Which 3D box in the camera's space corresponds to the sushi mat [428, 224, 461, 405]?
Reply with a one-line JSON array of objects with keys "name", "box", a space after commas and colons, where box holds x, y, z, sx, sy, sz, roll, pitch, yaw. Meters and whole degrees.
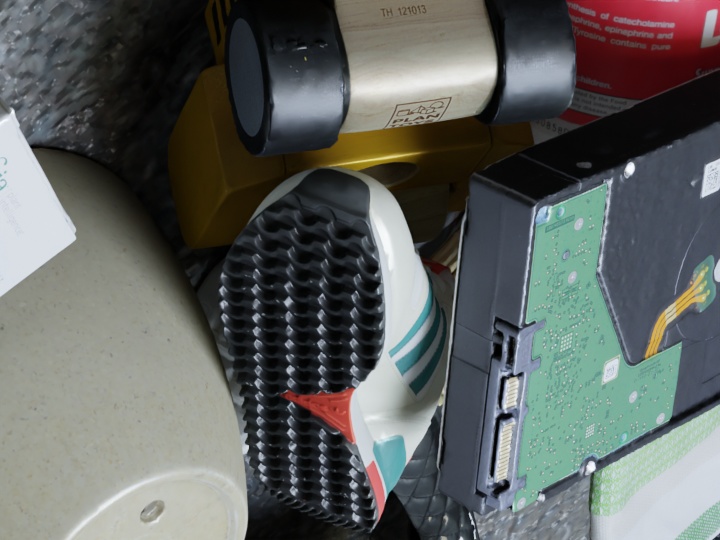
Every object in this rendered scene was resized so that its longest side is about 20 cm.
[{"name": "sushi mat", "box": [0.096, -0.007, 1.248, 0.200, 0.096, 0.012, -47, -174, -28]}]

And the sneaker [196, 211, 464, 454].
[{"name": "sneaker", "box": [0.000, 0.000, 1.248, 0.200, 0.077, 0.082, -53, 151, 11]}]

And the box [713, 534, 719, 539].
[{"name": "box", "box": [0.260, 0.102, 1.498, 0.148, 0.107, 0.200, -17, 177, -34]}]

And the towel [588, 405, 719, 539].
[{"name": "towel", "box": [0.153, 0.041, 1.266, 0.149, 0.031, 0.200, -36, 139, -41]}]

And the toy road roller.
[{"name": "toy road roller", "box": [-0.006, -0.099, 1.105, 0.123, 0.146, 0.200, -8, 162, -16]}]

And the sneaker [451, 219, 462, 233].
[{"name": "sneaker", "box": [0.120, -0.052, 1.320, 0.200, 0.072, 0.072, -44, 143, -6]}]

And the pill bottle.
[{"name": "pill bottle", "box": [0.117, -0.147, 1.182, 0.112, 0.112, 0.200, -21, 134, -31]}]

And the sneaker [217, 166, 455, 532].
[{"name": "sneaker", "box": [-0.001, 0.012, 1.115, 0.093, 0.070, 0.200, -58, 159, -34]}]

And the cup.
[{"name": "cup", "box": [-0.125, 0.075, 1.131, 0.200, 0.143, 0.200, -27, 141, -24]}]

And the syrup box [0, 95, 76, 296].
[{"name": "syrup box", "box": [-0.208, 0.002, 1.027, 0.200, 0.081, 0.079, -39, 146, -11]}]

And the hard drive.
[{"name": "hard drive", "box": [0.111, 0.001, 1.134, 0.200, 0.038, 0.140, -25, 129, -43]}]

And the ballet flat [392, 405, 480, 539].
[{"name": "ballet flat", "box": [0.022, 0.108, 1.396, 0.057, 0.066, 0.200, -21, 136, -4]}]
